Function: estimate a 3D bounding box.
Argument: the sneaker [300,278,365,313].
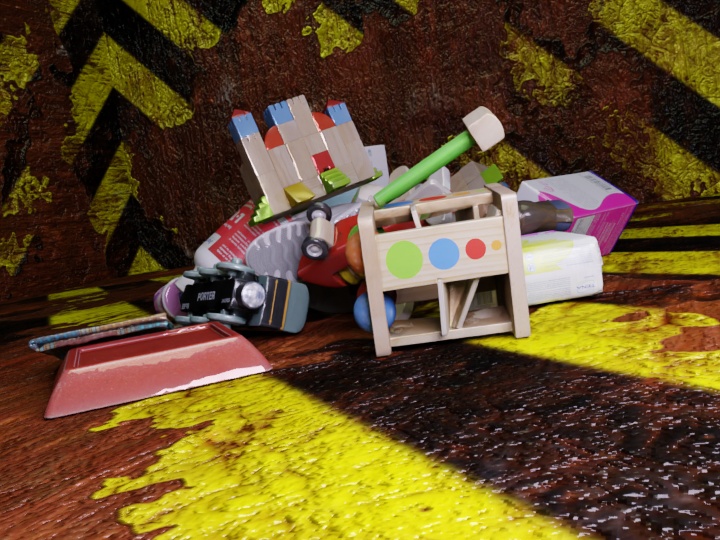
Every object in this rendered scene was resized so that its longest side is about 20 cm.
[{"bbox_3d":[0.000,0.000,1.050,0.197,0.076,0.106,1,29,18],"label":"sneaker"}]

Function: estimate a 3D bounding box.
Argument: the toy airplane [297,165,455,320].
[{"bbox_3d":[0.043,-0.031,0.902,0.200,0.142,0.198,-46,39,-16],"label":"toy airplane"}]

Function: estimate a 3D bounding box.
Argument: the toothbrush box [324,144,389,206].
[{"bbox_3d":[-0.025,-0.099,1.292,0.145,0.203,0.085,-11,5,-26],"label":"toothbrush box"}]

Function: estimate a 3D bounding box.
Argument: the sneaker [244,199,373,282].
[{"bbox_3d":[-0.060,-0.037,0.999,0.198,0.076,0.082,-19,13,-25],"label":"sneaker"}]

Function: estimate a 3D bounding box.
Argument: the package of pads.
[{"bbox_3d":[0.185,0.000,0.902,0.152,0.069,0.200,-10,5,2],"label":"package of pads"}]

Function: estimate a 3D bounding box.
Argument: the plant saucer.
[{"bbox_3d":[-0.203,0.087,0.758,0.197,0.037,0.200,-10,4,-19],"label":"plant saucer"}]

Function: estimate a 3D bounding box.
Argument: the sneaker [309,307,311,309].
[{"bbox_3d":[-0.092,0.016,1.136,0.199,0.083,0.070,-4,4,44],"label":"sneaker"}]

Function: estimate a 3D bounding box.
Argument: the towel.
[{"bbox_3d":[-0.288,0.078,0.890,0.145,0.022,0.200,-12,-5,-14],"label":"towel"}]

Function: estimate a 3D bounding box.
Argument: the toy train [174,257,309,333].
[{"bbox_3d":[-0.148,0.040,0.940,0.113,0.086,0.199,16,-13,-31],"label":"toy train"}]

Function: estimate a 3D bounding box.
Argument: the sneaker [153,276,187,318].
[{"bbox_3d":[-0.265,0.036,1.303,0.088,0.081,0.199,-15,0,44],"label":"sneaker"}]

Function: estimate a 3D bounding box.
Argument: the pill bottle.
[{"bbox_3d":[-0.159,-0.019,1.088,0.200,0.112,0.112,-45,15,-14],"label":"pill bottle"}]

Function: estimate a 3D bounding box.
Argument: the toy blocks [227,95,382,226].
[{"bbox_3d":[-0.078,-0.153,0.979,0.198,0.138,0.100,-24,0,-25],"label":"toy blocks"}]

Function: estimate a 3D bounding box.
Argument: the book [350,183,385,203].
[{"bbox_3d":[0.032,-0.050,1.141,0.132,0.049,0.200,16,-29,-9],"label":"book"}]

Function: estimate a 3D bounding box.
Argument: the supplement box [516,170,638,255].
[{"bbox_3d":[0.319,-0.079,1.187,0.199,0.104,0.101,-11,42,-44],"label":"supplement box"}]

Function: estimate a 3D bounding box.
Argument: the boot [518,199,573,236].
[{"bbox_3d":[0.226,-0.059,1.069,0.096,0.076,0.200,0,-1,2],"label":"boot"}]

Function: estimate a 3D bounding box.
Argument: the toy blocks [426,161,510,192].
[{"bbox_3d":[0.153,-0.099,1.222,0.199,0.101,0.136,-37,-17,23],"label":"toy blocks"}]

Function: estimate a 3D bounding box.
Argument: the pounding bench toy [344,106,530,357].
[{"bbox_3d":[0.061,-0.041,0.718,0.154,0.203,0.124,-7,11,4],"label":"pounding bench toy"}]
